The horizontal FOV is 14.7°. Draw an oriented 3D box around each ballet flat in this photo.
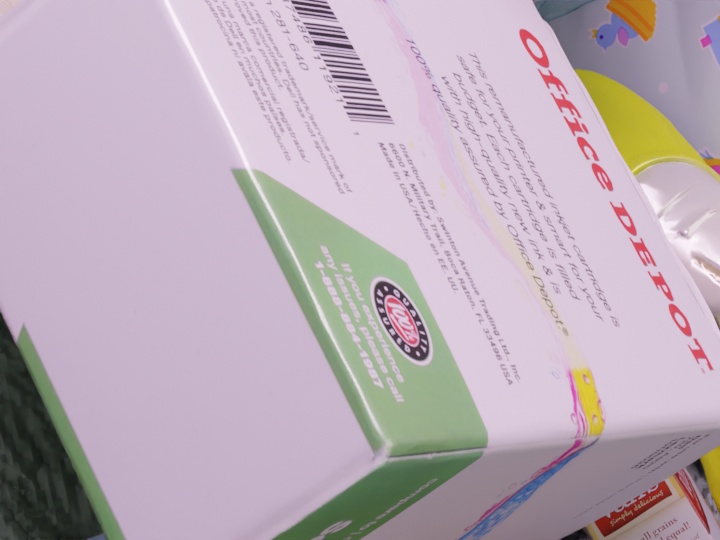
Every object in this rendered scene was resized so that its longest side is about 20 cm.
[{"bbox_3d":[0.124,0.017,0.939,0.067,0.067,0.200,-37,108,-21],"label":"ballet flat"}]

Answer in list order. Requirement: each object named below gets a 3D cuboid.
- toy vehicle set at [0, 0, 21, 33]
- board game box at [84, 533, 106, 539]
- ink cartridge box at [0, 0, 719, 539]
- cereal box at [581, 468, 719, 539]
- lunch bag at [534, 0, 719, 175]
[{"bbox_3d":[-0.068,-0.055,0.787,0.200,0.124,0.027,-8,72,-49],"label":"toy vehicle set"},{"bbox_3d":[-0.066,0.184,0.706,0.103,0.105,0.201,27,55,-39],"label":"board game box"},{"bbox_3d":[0.000,0.000,0.723,0.200,0.084,0.145,0,59,-58],"label":"ink cartridge box"},{"bbox_3d":[0.122,0.125,0.931,0.200,0.039,0.144,59,4,-13],"label":"cereal box"},{"bbox_3d":[0.167,-0.040,1.004,0.200,0.170,0.122,59,42,-15],"label":"lunch bag"}]
